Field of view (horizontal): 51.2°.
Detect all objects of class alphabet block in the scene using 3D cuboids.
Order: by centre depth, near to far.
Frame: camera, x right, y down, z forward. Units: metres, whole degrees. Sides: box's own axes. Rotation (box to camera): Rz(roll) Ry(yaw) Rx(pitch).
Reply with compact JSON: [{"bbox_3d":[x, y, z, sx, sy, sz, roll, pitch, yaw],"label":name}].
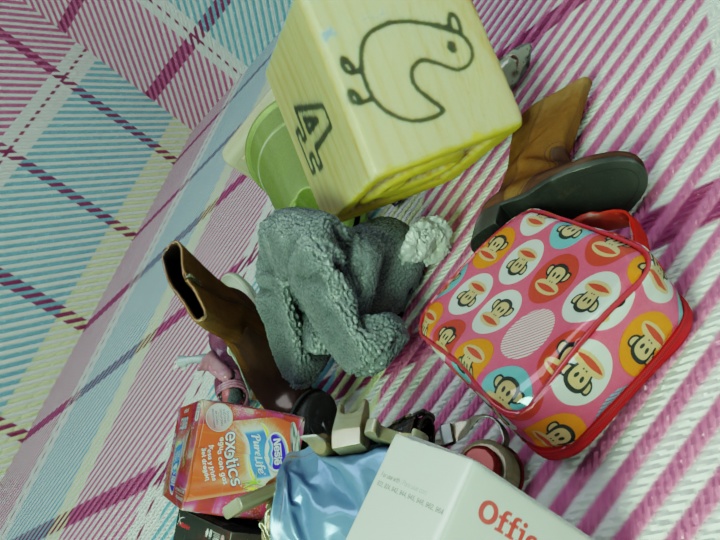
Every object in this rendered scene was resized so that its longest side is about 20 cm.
[{"bbox_3d":[0.027,-0.192,0.827,0.192,0.203,0.196,-22,-4,-19],"label":"alphabet block"}]

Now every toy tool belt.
[{"bbox_3d":[0.010,0.159,0.542,0.197,0.123,0.127,-22,58,21],"label":"toy tool belt"}]

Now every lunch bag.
[{"bbox_3d":[0.144,0.026,0.570,0.177,0.082,0.200,-48,22,2],"label":"lunch bag"}]

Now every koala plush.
[{"bbox_3d":[0.000,0.000,0.812,0.198,0.187,0.176,-25,5,-39],"label":"koala plush"}]

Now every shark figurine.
[{"bbox_3d":[0.111,-0.230,0.977,0.089,0.210,0.131,-4,-78,-71],"label":"shark figurine"}]

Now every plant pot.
[{"bbox_3d":[-0.064,-0.130,1.111,0.200,0.198,0.192,-45,37,21],"label":"plant pot"}]

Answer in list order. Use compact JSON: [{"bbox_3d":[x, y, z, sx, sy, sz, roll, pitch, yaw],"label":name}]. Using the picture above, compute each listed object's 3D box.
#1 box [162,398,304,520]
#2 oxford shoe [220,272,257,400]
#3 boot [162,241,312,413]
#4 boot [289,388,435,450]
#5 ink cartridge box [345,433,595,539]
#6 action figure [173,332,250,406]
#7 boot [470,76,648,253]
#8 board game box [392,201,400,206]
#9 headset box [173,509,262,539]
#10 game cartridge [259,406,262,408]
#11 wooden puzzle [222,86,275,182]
[{"bbox_3d":[-0.131,0.186,0.738,0.200,0.098,0.098,148,132,-67],"label":"box"},{"bbox_3d":[-0.154,0.086,0.998,0.202,0.057,0.076,62,149,29],"label":"oxford shoe"},{"bbox_3d":[-0.130,0.075,0.839,0.068,0.200,0.190,-28,64,1],"label":"boot"},{"bbox_3d":[0.004,0.171,0.693,0.173,0.069,0.203,-37,37,33],"label":"boot"},{"bbox_3d":[0.047,0.219,0.421,0.084,0.145,0.202,-2,56,62],"label":"ink cartridge box"},{"bbox_3d":[-0.174,0.151,1.058,0.146,0.136,0.201,-20,30,0],"label":"action figure"},{"bbox_3d":[0.200,-0.111,0.713,0.188,0.068,0.202,-38,20,52],"label":"boot"},{"bbox_3d":[0.073,-0.184,1.079,0.120,0.032,0.201,-41,25,21],"label":"board game box"},{"bbox_3d":[-0.124,0.324,0.654,0.148,0.074,0.204,-14,64,59],"label":"headset box"},{"bbox_3d":[-0.134,0.271,0.870,0.178,0.032,0.200,-54,25,4],"label":"game cartridge"},{"bbox_3d":[-0.092,-0.192,1.198,0.185,0.198,0.038,-45,32,21],"label":"wooden puzzle"}]
